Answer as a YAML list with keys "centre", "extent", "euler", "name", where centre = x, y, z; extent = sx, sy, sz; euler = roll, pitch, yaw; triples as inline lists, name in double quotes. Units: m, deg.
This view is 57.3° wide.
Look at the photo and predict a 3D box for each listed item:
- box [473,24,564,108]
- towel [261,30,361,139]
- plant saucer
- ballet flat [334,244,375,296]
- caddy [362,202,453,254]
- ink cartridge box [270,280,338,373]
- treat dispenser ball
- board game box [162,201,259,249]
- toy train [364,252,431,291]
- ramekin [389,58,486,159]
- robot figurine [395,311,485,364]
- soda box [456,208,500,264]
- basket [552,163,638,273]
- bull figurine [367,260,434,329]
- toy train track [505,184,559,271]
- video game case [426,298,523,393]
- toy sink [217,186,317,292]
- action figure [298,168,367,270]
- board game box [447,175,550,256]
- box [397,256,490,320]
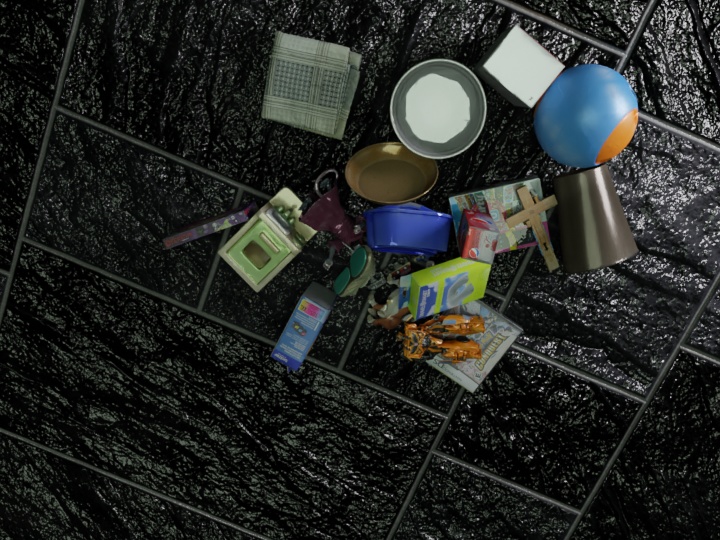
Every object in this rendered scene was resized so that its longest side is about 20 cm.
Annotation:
- centre: [0.308, -0.402, 1.311]
  extent: [0.124, 0.200, 0.098]
  euler: [38, 105, -6]
  name: "box"
- centre: [-0.107, -0.400, 1.431]
  extent: [0.198, 0.035, 0.194]
  euler: [14, 105, 0]
  name: "towel"
- centre: [0.066, -0.200, 1.409]
  extent: [0.198, 0.201, 0.036]
  euler: [1, 138, 4]
  name: "plant saucer"
- centre: [0.000, 0.000, 1.470]
  extent: [0.062, 0.200, 0.068]
  euler: [2, 65, -23]
  name: "ballet flat"
- centre: [0.102, -0.095, 1.416]
  extent: [0.198, 0.141, 0.106]
  euler: [4, 84, -13]
  name: "caddy"
- centre: [-0.135, 0.139, 1.525]
  extent: [0.076, 0.137, 0.201]
  euler: [31, 106, -1]
  name: "ink cartridge box"
- centre: [0.450, -0.309, 1.323]
  extent: [0.199, 0.201, 0.203]
  euler: [1, 105, 4]
  name: "treat dispenser ball"
- centre: [-0.335, -0.103, 1.486]
  extent: [0.199, 0.120, 0.033]
  euler: [-19, 100, 9]
  name: "board game box"
- centre: [0.094, -0.009, 1.520]
  extent: [0.199, 0.034, 0.046]
  euler: [-31, 104, 12]
  name: "toy train"
- centre: [0.161, -0.341, 1.389]
  extent: [0.198, 0.105, 0.202]
  euler: [1, 105, 4]
  name: "ramekin"
- centre: [0.180, 0.154, 1.506]
  extent: [0.198, 0.058, 0.146]
  euler: [-1, 113, -4]
  name: "robot figurine"
- centre: [0.236, -0.073, 1.340]
  extent: [0.063, 0.200, 0.071]
  euler: [11, 105, 2]
  name: "soda box"
- centre: [0.491, -0.116, 1.408]
  extent: [0.179, 0.136, 0.202]
  euler: [-19, 98, -24]
  name: "basket"
- centre: [0.097, 0.058, 1.504]
  extent: [0.121, 0.065, 0.200]
  euler: [18, 118, -41]
  name: "bull figurine"
- centre: [0.378, -0.092, 1.415]
  extent: [0.114, 0.033, 0.201]
  euler: [-27, 108, 3]
  name: "toy train track"
- centre: [0.252, 0.165, 1.558]
  extent: [0.180, 0.026, 0.201]
  euler: [34, 105, -4]
  name: "video game case"
- centre: [-0.201, -0.072, 1.487]
  extent: [0.200, 0.112, 0.130]
  euler: [-41, 99, 13]
  name: "toy sink"
- centre: [-0.051, -0.102, 1.487]
  extent: [0.134, 0.149, 0.200]
  euler: [-32, 120, 23]
  name: "action figure"
- centre: [0.305, -0.116, 1.459]
  extent: [0.198, 0.064, 0.149]
  euler: [-12, 103, 9]
  name: "board game box"
- centre: [0.183, 0.035, 1.442]
  extent: [0.199, 0.048, 0.122]
  euler: [-18, 142, -15]
  name: "box"
